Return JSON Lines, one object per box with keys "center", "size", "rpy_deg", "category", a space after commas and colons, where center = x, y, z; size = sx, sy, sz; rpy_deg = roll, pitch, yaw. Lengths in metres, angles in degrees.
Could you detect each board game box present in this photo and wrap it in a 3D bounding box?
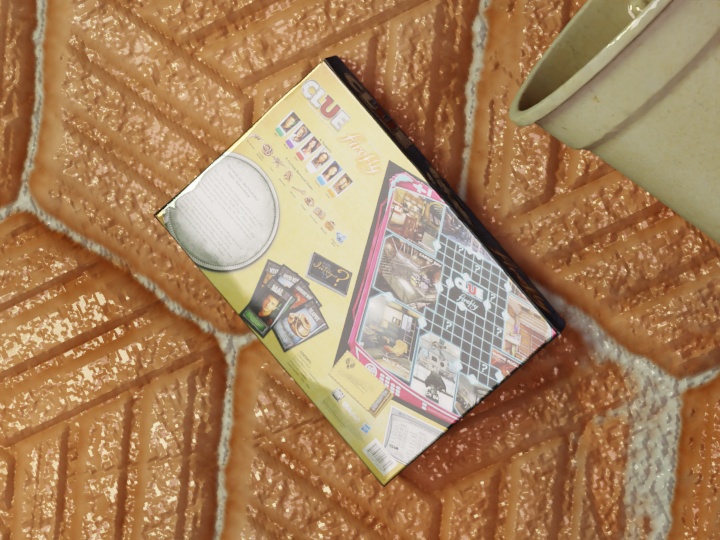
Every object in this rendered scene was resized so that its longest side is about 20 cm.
{"center": [0.000, 0.000, 1.667], "size": [0.135, 0.035, 0.200], "rpy_deg": [-41, 87, 14], "category": "board game box"}

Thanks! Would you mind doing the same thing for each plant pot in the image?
{"center": [0.210, -0.090, 1.543], "size": [0.183, 0.201, 0.200], "rpy_deg": [43, 104, -7], "category": "plant pot"}
